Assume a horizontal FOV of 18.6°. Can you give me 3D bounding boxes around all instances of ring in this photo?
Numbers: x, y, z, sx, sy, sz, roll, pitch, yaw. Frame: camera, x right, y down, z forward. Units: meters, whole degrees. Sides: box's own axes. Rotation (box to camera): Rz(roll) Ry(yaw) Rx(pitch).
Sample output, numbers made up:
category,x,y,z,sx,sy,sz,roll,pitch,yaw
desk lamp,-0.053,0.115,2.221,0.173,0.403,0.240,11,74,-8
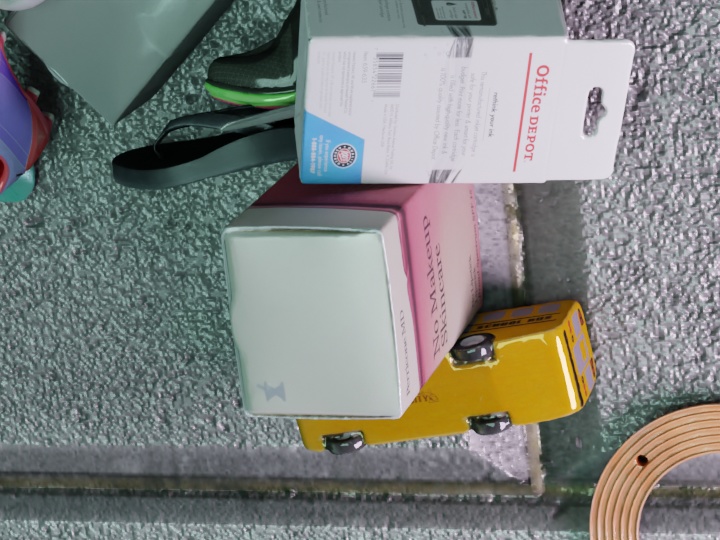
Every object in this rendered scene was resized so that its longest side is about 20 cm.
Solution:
category,x,y,z,sx,sy,sz,roll,pitch,yaw
ring,0.256,0.183,1.505,0.199,0.019,0.202,5,109,16

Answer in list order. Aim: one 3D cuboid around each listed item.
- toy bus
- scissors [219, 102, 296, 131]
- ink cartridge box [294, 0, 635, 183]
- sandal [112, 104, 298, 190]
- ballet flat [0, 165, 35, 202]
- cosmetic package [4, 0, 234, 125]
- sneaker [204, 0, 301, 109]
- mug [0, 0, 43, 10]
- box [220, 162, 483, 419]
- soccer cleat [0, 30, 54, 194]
category,x,y,z,sx,sy,sz,roll,pitch,yaw
toy bus,0.054,0.072,1.498,0.199,0.078,0.065,-9,108,21
scissors,0.010,-0.114,1.431,0.199,0.073,0.014,-21,72,9
ink cartridge box,0.061,-0.118,1.363,0.199,0.067,0.116,0,133,-6
sandal,-0.076,-0.095,1.485,0.199,0.076,0.043,-11,105,20
ballet flat,-0.299,-0.129,1.548,0.067,0.070,0.201,-22,101,20
cosmetic package,-0.133,-0.206,1.461,0.107,0.090,0.200,45,118,-1
sneaker,-0.013,-0.164,1.449,0.199,0.077,0.084,-21,95,13
mug,-0.251,-0.262,1.434,0.200,0.147,0.175,56,131,17
box,0.000,0.000,1.424,0.108,0.200,0.129,0,110,19
soccer cleat,-0.269,-0.127,1.461,0.066,0.077,0.200,16,154,29
